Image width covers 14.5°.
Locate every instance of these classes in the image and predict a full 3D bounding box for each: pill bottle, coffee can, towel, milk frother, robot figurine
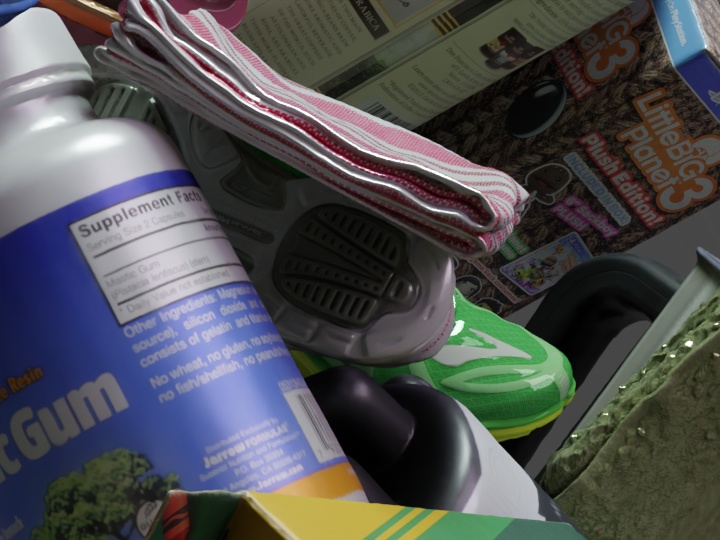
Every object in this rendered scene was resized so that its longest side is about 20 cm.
[{"bbox_3d":[-0.089,0.021,0.921,0.200,0.112,0.112,61,18,7],"label":"pill bottle"},{"bbox_3d":[0.024,-0.148,1.328,0.146,0.200,0.146,51,21,-28],"label":"coffee can"},{"bbox_3d":[0.180,0.062,1.157,0.148,0.200,0.036,42,2,-23],"label":"towel"},{"bbox_3d":[0.101,0.074,1.215,0.180,0.188,0.200,38,6,25],"label":"milk frother"},{"bbox_3d":[-0.008,-0.053,0.996,0.146,0.030,0.200,29,6,4],"label":"towel"},{"bbox_3d":[0.021,0.123,1.048,0.125,0.150,0.200,19,-24,53],"label":"robot figurine"}]

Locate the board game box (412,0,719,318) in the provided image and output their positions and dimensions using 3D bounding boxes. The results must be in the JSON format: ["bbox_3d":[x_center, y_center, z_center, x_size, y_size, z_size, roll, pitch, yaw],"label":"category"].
[{"bbox_3d":[0.093,-0.089,1.420,0.097,0.200,0.159,43,25,-42],"label":"board game box"}]

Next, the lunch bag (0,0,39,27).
[{"bbox_3d":[-0.193,-0.115,0.828,0.200,0.132,0.136,-33,109,-73],"label":"lunch bag"}]

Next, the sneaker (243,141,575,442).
[{"bbox_3d":[0.000,0.000,1.134,0.200,0.084,0.074,32,35,0],"label":"sneaker"}]

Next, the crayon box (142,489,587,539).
[{"bbox_3d":[-0.007,0.137,0.878,0.200,0.127,0.051,10,23,-49],"label":"crayon box"}]

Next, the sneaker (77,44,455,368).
[{"bbox_3d":[-0.051,-0.013,1.067,0.200,0.078,0.099,32,-10,18],"label":"sneaker"}]

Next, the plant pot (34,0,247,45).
[{"bbox_3d":[-0.074,-0.205,1.191,0.200,0.179,0.200,50,20,-26],"label":"plant pot"}]

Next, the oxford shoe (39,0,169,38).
[{"bbox_3d":[-0.133,-0.166,1.069,0.200,0.073,0.071,47,16,13],"label":"oxford shoe"}]
